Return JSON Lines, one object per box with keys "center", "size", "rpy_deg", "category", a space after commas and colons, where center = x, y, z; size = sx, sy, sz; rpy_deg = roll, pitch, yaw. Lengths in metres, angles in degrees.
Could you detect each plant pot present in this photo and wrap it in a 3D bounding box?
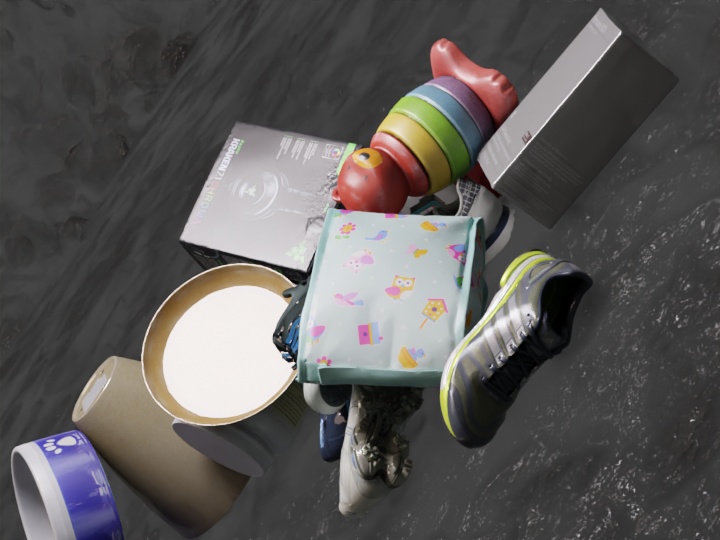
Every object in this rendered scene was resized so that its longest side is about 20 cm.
{"center": [-0.147, 0.086, 1.674], "size": [0.198, 0.028, 0.201], "rpy_deg": [-8, 59, 13], "category": "plant pot"}
{"center": [-0.245, 0.197, 1.839], "size": [0.187, 0.199, 0.188], "rpy_deg": [-45, 22, 24], "category": "plant pot"}

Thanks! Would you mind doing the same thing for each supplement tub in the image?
{"center": [-0.119, 0.122, 1.746], "size": [0.145, 0.145, 0.201], "rpy_deg": [-16, 42, 61], "category": "supplement tub"}

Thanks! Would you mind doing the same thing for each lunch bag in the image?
{"center": [0.033, 0.042, 1.458], "size": [0.201, 0.169, 0.123], "rpy_deg": [-77, -15, -47], "category": "lunch bag"}

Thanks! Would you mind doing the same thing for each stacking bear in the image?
{"center": [0.059, -0.128, 1.580], "size": [0.200, 0.114, 0.121], "rpy_deg": [-41, 56, -18], "category": "stacking bear"}

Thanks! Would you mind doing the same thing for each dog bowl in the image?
{"center": [-0.349, 0.296, 1.794], "size": [0.078, 0.202, 0.200], "rpy_deg": [-16, 5, -24], "category": "dog bowl"}

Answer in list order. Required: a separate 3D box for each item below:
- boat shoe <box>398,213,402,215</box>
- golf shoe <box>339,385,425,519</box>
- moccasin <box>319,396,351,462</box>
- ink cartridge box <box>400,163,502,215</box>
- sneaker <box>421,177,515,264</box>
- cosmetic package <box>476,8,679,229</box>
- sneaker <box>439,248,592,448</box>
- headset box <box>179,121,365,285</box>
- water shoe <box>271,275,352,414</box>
{"center": [0.000, 0.000, 1.659], "size": [0.201, 0.072, 0.072], "rpy_deg": [107, -170, -52], "category": "boat shoe"}
{"center": [0.008, 0.161, 1.501], "size": [0.097, 0.078, 0.201], "rpy_deg": [-58, 9, 34], "category": "golf shoe"}
{"center": [-0.028, 0.125, 1.622], "size": [0.068, 0.080, 0.200], "rpy_deg": [-38, 23, 21], "category": "moccasin"}
{"center": [0.104, -0.115, 1.717], "size": [0.199, 0.067, 0.117], "rpy_deg": [-29, 32, 42], "category": "ink cartridge box"}
{"center": [0.077, -0.016, 1.614], "size": [0.200, 0.080, 0.077], "rpy_deg": [-48, 22, 24], "category": "sneaker"}
{"center": [0.215, -0.153, 1.503], "size": [0.200, 0.090, 0.107], "rpy_deg": [-53, 16, 14], "category": "cosmetic package"}
{"center": [0.139, 0.068, 1.344], "size": [0.081, 0.074, 0.201], "rpy_deg": [-1, 59, 62], "category": "sneaker"}
{"center": [-0.085, -0.068, 1.790], "size": [0.199, 0.093, 0.175], "rpy_deg": [14, 69, 29], "category": "headset box"}
{"center": [-0.051, 0.084, 1.577], "size": [0.078, 0.072, 0.201], "rpy_deg": [-20, 33, 19], "category": "water shoe"}
